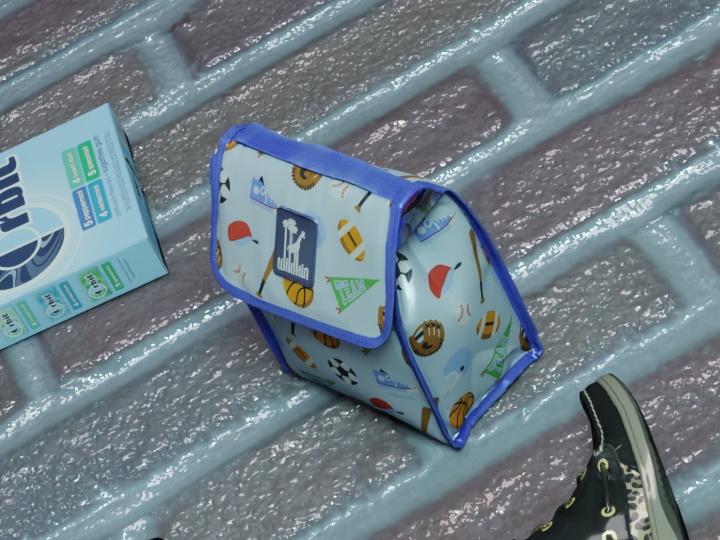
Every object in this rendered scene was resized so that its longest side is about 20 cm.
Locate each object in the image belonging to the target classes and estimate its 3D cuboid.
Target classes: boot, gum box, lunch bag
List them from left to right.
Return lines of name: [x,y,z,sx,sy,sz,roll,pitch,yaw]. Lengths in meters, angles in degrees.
gum box: [-0.257,-0.023,1.764,0.199,0.045,0.170,-25,43,3]
lunch bag: [0.000,0.000,1.503,0.169,0.201,0.124,21,59,38]
boot: [0.116,0.160,1.389,0.150,0.073,0.201,-20,48,6]

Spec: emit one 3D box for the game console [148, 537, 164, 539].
game console: [-0.166,0.278,1.429,0.200,0.116,0.176,-37,71,-3]
